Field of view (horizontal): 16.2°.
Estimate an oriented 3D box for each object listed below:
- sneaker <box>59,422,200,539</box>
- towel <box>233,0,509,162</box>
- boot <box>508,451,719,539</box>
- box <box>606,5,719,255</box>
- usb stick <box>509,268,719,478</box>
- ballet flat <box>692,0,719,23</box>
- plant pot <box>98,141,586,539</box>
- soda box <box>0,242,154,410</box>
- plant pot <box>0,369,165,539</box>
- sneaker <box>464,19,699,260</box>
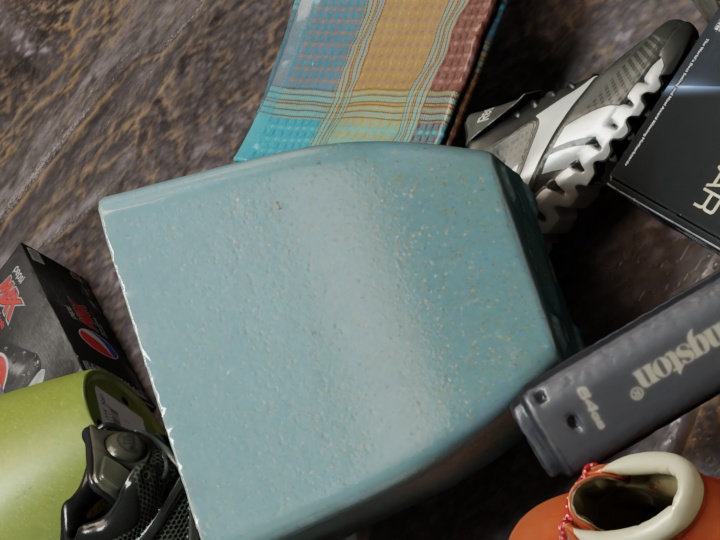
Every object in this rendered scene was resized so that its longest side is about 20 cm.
[{"bbox_3d":[-0.087,0.120,1.455,0.199,0.115,0.076,-30,31,-7],"label":"sneaker"},{"bbox_3d":[0.005,-0.120,1.529,0.200,0.022,0.147,5,70,54],"label":"towel"},{"bbox_3d":[0.121,0.122,1.212,0.200,0.107,0.075,-11,57,53],"label":"boot"},{"bbox_3d":[0.232,-0.096,1.302,0.201,0.043,0.160,-57,31,3],"label":"box"},{"bbox_3d":[0.167,0.033,1.219,0.199,0.056,0.033,-31,15,6],"label":"usb stick"},{"bbox_3d":[0.193,-0.205,1.446,0.046,0.068,0.200,-18,37,5],"label":"ballet flat"},{"bbox_3d":[0.007,0.031,1.331,0.199,0.196,0.197,-19,82,10],"label":"plant pot"},{"bbox_3d":[-0.212,0.062,1.773,0.071,0.063,0.200,-52,31,10],"label":"soda box"},{"bbox_3d":[-0.220,0.156,1.612,0.200,0.187,0.188,-35,37,17],"label":"plant pot"},{"bbox_3d":[0.104,-0.073,1.410,0.090,0.066,0.200,43,105,16],"label":"sneaker"}]
